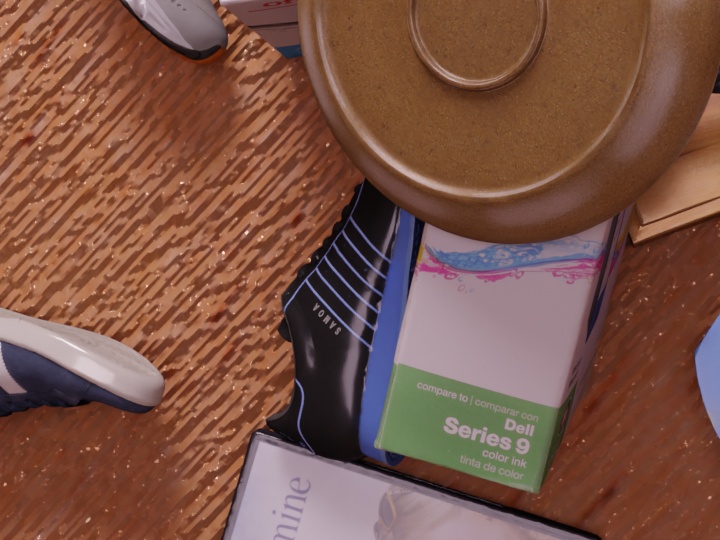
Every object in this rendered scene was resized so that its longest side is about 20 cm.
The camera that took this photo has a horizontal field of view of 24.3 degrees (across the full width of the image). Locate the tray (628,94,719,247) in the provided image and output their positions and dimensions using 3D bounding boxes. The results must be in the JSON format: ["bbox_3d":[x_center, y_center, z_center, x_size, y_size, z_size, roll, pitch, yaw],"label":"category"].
[{"bbox_3d":[0.219,-0.093,0.870,0.199,0.037,0.099,-21,85,7],"label":"tray"}]

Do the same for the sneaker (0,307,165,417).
[{"bbox_3d":[-0.203,0.063,0.915,0.199,0.075,0.085,15,89,19],"label":"sneaker"}]

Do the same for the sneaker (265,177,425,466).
[{"bbox_3d":[0.000,0.000,0.885,0.078,0.070,0.201,9,84,21],"label":"sneaker"}]

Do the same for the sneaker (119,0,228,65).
[{"bbox_3d":[-0.116,-0.209,0.910,0.092,0.076,0.200,-32,85,2],"label":"sneaker"}]

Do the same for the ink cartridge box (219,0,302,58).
[{"bbox_3d":[-0.008,-0.161,0.824,0.115,0.200,0.068,-10,86,9],"label":"ink cartridge box"}]

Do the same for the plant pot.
[{"bbox_3d":[0.052,-0.108,0.698,0.199,0.027,0.201,6,102,31],"label":"plant pot"}]

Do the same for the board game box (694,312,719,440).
[{"bbox_3d":[0.269,0.036,0.855,0.158,0.039,0.200,33,93,8],"label":"board game box"}]

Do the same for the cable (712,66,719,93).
[{"bbox_3d":[0.134,-0.151,0.733,0.163,0.051,0.200,-26,63,-23],"label":"cable"}]

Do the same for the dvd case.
[{"bbox_3d":[0.016,0.182,0.902,0.199,0.018,0.143,17,92,10],"label":"dvd case"}]

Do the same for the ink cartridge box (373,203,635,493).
[{"bbox_3d":[0.081,-0.016,0.807,0.087,0.145,0.201,14,107,12],"label":"ink cartridge box"}]
